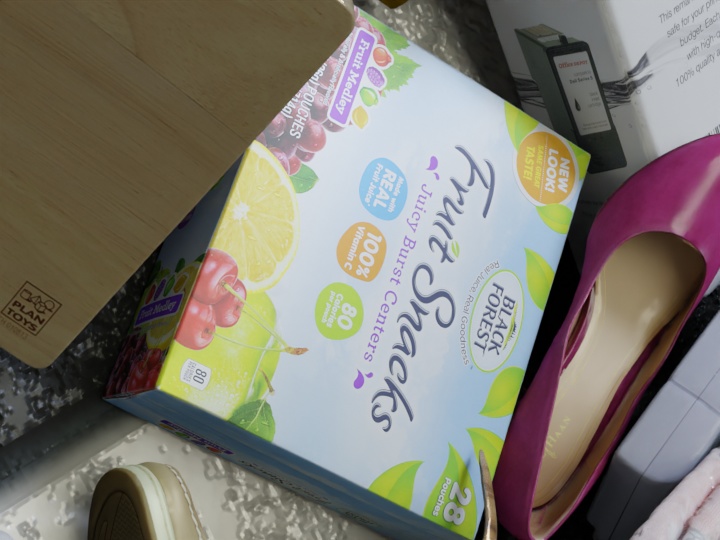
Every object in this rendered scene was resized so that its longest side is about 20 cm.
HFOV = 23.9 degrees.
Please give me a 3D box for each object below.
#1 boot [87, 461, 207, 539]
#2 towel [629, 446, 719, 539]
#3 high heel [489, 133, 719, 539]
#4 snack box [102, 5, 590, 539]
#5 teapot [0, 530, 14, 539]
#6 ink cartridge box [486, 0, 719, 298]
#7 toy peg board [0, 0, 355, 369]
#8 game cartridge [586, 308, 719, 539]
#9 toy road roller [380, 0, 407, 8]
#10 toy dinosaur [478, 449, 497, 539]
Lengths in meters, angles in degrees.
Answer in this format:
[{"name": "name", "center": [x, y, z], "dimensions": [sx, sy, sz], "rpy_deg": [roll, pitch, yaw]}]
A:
[{"name": "boot", "center": [-0.023, 0.157, 0.726], "dimensions": [0.154, 0.072, 0.201], "rpy_deg": [-21, 98, -31]}, {"name": "towel", "center": [0.104, 0.179, 0.712], "dimensions": [0.201, 0.032, 0.191], "rpy_deg": [-66, 163, 14]}, {"name": "high heel", "center": [0.124, 0.033, 0.766], "dimensions": [0.067, 0.096, 0.200], "rpy_deg": [27, 105, -17]}, {"name": "snack box", "center": [0.000, 0.000, 0.769], "dimensions": [0.168, 0.068, 0.201], "rpy_deg": [29, 69, -23]}, {"name": "teapot", "center": [-0.151, 0.227, 0.594], "dimensions": [0.197, 0.146, 0.200], "rpy_deg": [-41, 102, -30]}, {"name": "ink cartridge box", "center": [0.154, -0.110, 0.843], "dimensions": [0.145, 0.084, 0.201], "rpy_deg": [-36, 117, -30]}, {"name": "toy peg board", "center": [-0.141, -0.103, 0.667], "dimensions": [0.200, 0.098, 0.199], "rpy_deg": [37, 109, -20]}, {"name": "game cartridge", "center": [0.185, 0.042, 0.828], "dimensions": [0.040, 0.134, 0.200], "rpy_deg": [34, 69, 18]}, {"name": "toy road roller", "center": [0.027, -0.236, 0.777], "dimensions": [0.123, 0.146, 0.201], "rpy_deg": [35, 66, -18]}, {"name": "toy dinosaur", "center": [0.016, 0.165, 0.676], "dimensions": [0.200, 0.060, 0.107], "rpy_deg": [-30, 101, -33]}]
